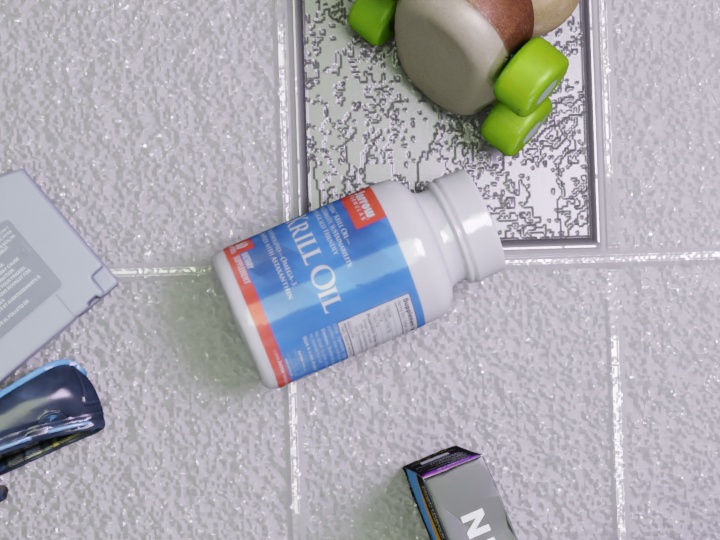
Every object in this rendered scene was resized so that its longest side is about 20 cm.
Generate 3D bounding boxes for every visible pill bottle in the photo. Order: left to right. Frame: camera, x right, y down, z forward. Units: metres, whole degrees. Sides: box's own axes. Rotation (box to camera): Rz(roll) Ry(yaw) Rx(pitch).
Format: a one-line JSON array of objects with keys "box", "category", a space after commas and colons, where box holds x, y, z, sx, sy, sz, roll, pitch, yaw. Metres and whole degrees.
[{"box": [0.000, 0.000, 1.534, 0.200, 0.112, 0.112, -24, 90, -5], "category": "pill bottle"}]

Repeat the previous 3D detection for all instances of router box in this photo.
[{"box": [0.095, 0.229, 1.513, 0.051, 0.149, 0.200, -23, 89, -5], "category": "router box"}]

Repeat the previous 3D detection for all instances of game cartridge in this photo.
[{"box": [-0.298, 0.023, 1.552, 0.200, 0.040, 0.133, -40, 94, -4], "category": "game cartridge"}]

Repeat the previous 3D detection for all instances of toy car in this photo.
[{"box": [0.116, -0.219, 1.541, 0.164, 0.158, 0.200, 40, 74, 9], "category": "toy car"}]

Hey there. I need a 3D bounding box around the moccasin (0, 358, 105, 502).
[{"box": [-0.280, 0.140, 1.524, 0.200, 0.080, 0.068, -33, 79, -3], "category": "moccasin"}]
